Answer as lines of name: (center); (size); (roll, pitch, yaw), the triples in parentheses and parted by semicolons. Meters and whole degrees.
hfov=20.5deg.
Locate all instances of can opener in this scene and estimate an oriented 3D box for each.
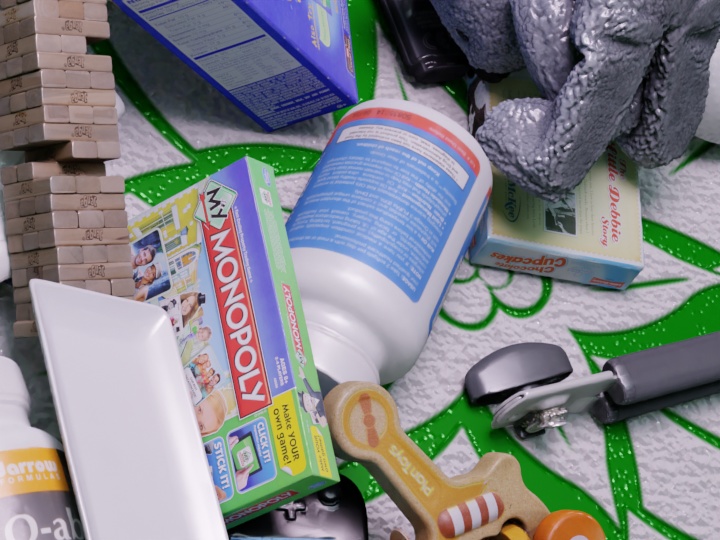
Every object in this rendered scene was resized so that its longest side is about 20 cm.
can opener: (0.167, 0.066, 1.295); (0.199, 0.053, 0.067); (-8, 65, -25)

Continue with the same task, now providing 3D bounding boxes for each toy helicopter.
toy helicopter: (0.041, 0.149, 1.161); (0.200, 0.079, 0.132); (48, 68, -18)

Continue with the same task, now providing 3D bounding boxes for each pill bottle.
pill bottle: (-0.199, 0.155, 1.068); (0.116, 0.116, 0.201); (-12, 68, -26)
pill bottle: (0.000, 0.000, 1.231); (0.112, 0.112, 0.201); (29, 56, -4)

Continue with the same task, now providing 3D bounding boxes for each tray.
tray: (-0.127, 0.102, 1.088); (0.107, 0.022, 0.201); (14, 50, -47)

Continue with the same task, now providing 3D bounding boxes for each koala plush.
koala plush: (0.123, -0.178, 1.311); (0.177, 0.185, 0.200); (-16, 41, -44)

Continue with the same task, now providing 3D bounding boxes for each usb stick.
usb stick: (0.025, -0.223, 1.409); (0.055, 0.033, 0.201); (-8, 66, -32)

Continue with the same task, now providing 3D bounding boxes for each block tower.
block tower: (-0.174, -0.063, 1.160); (0.058, 0.054, 0.201); (-2, 86, -41)

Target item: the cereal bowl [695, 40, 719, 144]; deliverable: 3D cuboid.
cereal bowl: (0.259, -0.193, 1.429); (0.199, 0.083, 0.201); (18, 54, -26)

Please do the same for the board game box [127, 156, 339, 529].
board game box: (-0.091, 0.051, 1.161); (0.029, 0.134, 0.201); (21, 49, -52)

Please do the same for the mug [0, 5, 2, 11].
mug: (-0.254, -0.241, 1.234); (0.199, 0.147, 0.176); (17, 62, -30)

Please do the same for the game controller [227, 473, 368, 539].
game controller: (-0.045, 0.208, 1.143); (0.104, 0.042, 0.201); (7, 60, -18)

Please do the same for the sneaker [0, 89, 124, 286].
sneaker: (-0.207, -0.039, 1.208); (0.087, 0.074, 0.200); (48, 58, -12)

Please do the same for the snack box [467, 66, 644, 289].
snack box: (0.133, -0.090, 1.375); (0.116, 0.037, 0.201); (10, 60, -16)

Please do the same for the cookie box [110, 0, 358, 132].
cookie box: (-0.084, -0.208, 1.266); (0.200, 0.075, 0.172); (38, 39, -55)
